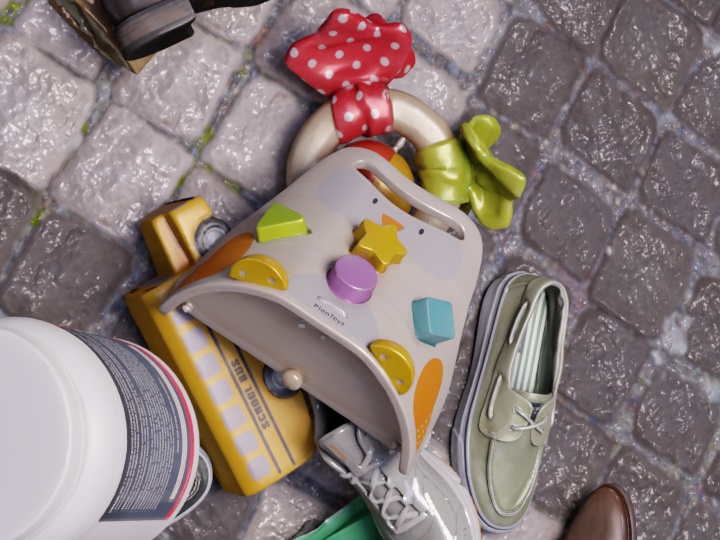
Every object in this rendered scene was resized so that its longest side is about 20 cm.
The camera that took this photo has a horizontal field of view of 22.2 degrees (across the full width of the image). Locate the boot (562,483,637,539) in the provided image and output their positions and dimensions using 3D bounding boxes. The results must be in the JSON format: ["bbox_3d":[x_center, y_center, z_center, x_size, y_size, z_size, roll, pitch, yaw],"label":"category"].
[{"bbox_3d":[0.108,0.228,1.358,0.199,0.064,0.188,22,80,-37],"label":"boot"}]

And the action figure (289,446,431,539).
[{"bbox_3d":[-0.020,0.218,1.326,0.199,0.055,0.119,-22,99,-29],"label":"action figure"}]

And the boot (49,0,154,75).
[{"bbox_3d":[-0.102,-0.210,1.307,0.175,0.066,0.200,44,70,-4],"label":"boot"}]

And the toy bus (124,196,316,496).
[{"bbox_3d":[-0.102,0.052,1.291,0.078,0.065,0.201,-30,101,-22],"label":"toy bus"}]

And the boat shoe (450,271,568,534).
[{"bbox_3d":[0.115,0.099,1.392,0.071,0.062,0.202,7,85,-25],"label":"boat shoe"}]

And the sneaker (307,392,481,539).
[{"bbox_3d":[0.010,0.137,1.272,0.092,0.076,0.201,-4,63,-60],"label":"sneaker"}]

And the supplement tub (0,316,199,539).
[{"bbox_3d":[-0.188,0.102,1.091,0.139,0.200,0.142,-2,82,14],"label":"supplement tub"}]

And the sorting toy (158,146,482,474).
[{"bbox_3d":[0.000,0.000,1.236,0.199,0.107,0.180,33,50,2],"label":"sorting toy"}]

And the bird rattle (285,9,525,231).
[{"bbox_3d":[0.017,-0.084,1.331,0.200,0.113,0.164,37,89,-16],"label":"bird rattle"}]

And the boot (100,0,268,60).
[{"bbox_3d":[-0.125,-0.254,1.239,0.199,0.069,0.175,-28,89,-17],"label":"boot"}]

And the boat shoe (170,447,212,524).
[{"bbox_3d":[-0.187,0.156,1.240,0.199,0.071,0.073,-10,91,-25],"label":"boat shoe"}]
